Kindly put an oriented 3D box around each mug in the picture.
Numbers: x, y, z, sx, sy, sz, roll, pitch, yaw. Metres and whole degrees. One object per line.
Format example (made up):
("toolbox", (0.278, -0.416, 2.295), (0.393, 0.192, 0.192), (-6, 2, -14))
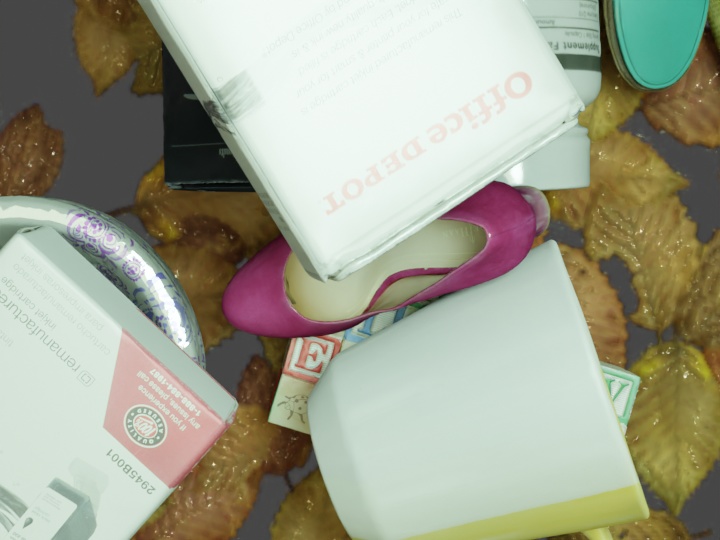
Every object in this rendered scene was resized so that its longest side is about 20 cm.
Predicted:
("mug", (0.062, 0.097, 0.880), (0.152, 0.149, 0.188), (-19, 80, 6))

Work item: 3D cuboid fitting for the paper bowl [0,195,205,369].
("paper bowl", (-0.186, 0.059, 0.945), (0.198, 0.104, 0.203), (0, 93, -3))

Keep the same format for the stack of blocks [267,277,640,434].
("stack of blocks", (0.056, 0.058, 0.977), (0.198, 0.059, 0.116), (17, 92, -3))

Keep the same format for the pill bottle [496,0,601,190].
("pill bottle", (0.077, -0.145, 0.942), (0.113, 0.114, 0.202), (-3, 93, -2))

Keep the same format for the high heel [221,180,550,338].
("high heel", (0.000, 0.000, 0.876), (0.198, 0.096, 0.068), (-12, 94, 23))

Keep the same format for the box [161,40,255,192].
("box", (-0.032, -0.143, 0.908), (0.103, 0.147, 0.202), (-3, 95, -33))

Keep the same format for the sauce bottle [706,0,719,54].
("sauce bottle", (0.220, -0.178, 0.971), (0.064, 0.065, 0.202), (-23, 94, -1))

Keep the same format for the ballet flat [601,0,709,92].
("ballet flat", (0.156, -0.204, 0.943), (0.067, 0.072, 0.202), (-13, 114, -9))

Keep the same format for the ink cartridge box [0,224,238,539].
("ink cartridge box", (-0.181, 0.099, 0.855), (0.145, 0.085, 0.200), (42, 93, -3))

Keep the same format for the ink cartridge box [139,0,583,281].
("ink cartridge box", (-0.012, -0.117, 0.775), (0.145, 0.085, 0.201), (-32, 95, -6))
